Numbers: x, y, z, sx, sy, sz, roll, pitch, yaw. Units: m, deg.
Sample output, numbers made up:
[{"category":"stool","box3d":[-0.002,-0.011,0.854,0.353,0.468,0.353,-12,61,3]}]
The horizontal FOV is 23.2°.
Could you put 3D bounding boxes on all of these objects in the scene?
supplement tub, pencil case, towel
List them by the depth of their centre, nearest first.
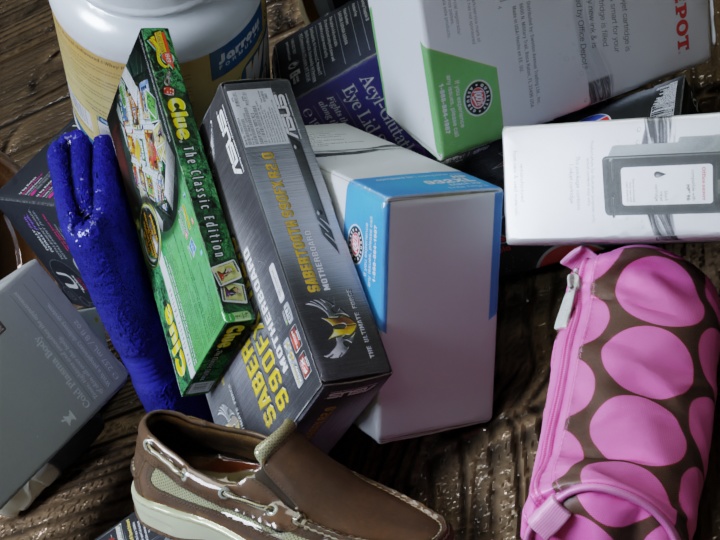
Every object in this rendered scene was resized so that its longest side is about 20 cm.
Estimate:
[{"category":"pencil case","box3d":[0.133,0.076,0.906,0.091,0.093,0.201,-37,23,35]},{"category":"towel","box3d":[-0.147,0.015,1.171,0.049,0.202,0.148,-22,33,-3]},{"category":"supplement tub","box3d":[-0.134,-0.167,1.185,0.143,0.201,0.146,0,59,0]}]

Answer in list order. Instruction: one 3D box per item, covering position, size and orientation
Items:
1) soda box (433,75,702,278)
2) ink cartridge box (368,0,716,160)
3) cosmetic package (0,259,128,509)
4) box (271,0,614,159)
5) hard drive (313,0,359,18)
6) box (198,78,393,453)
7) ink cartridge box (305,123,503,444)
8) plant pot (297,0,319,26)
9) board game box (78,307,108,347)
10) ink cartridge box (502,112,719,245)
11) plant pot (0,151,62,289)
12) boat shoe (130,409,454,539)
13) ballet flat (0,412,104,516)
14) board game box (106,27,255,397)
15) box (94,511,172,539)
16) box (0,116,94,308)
[{"category":"soda box","box3d":[0.126,-0.051,1.116,0.198,0.071,0.064,-16,32,29]},{"category":"ink cartridge box","box3d":[0.110,-0.176,1.077,0.198,0.148,0.084,-20,31,-17]},{"category":"cosmetic package","box3d":[-0.253,0.097,1.104,0.090,0.107,0.200,-27,17,41]},{"category":"box","box3d":[0.059,-0.127,1.217,0.199,0.149,0.105,-29,30,11]},{"category":"hard drive","box3d":[0.038,-0.192,1.267,0.133,0.201,0.043,-21,40,5]},{"category":"box","box3d":[-0.059,0.012,1.055,0.159,0.048,0.202,-53,50,53]},{"category":"ink cartridge box","box3d":[0.000,0.000,1.083,0.083,0.147,0.200,-8,19,-27]},{"category":"plant pot","box3d":[0.046,-0.259,1.416,0.185,0.188,0.200,-27,17,13]},{"category":"board game box","box3d":[-0.297,0.079,1.255,0.146,0.065,0.199,-14,-1,36]},{"category":"ink cartridge box","box3d":[0.190,-0.050,0.967,0.198,0.069,0.116,-1,1,27]},{"category":"plant pot","box3d":[-0.382,0.004,1.447,0.197,0.201,0.201,-11,37,47]},{"category":"boat shoe","box3d":[-0.043,0.123,0.972,0.200,0.076,0.075,9,28,22]},{"category":"ballet flat","box3d":[-0.267,0.146,1.250,0.198,0.073,0.073,-13,35,22]},{"category":"board game box","box3d":[-0.113,-0.036,1.074,0.023,0.202,0.105,-6,-24,-27]},{"category":"box","box3d":[-0.122,0.219,1.002,0.157,0.050,0.200,-35,29,1]},{"category":"box","box3d":[-0.170,-0.039,1.348,0.199,0.123,0.106,9,50,49]}]
